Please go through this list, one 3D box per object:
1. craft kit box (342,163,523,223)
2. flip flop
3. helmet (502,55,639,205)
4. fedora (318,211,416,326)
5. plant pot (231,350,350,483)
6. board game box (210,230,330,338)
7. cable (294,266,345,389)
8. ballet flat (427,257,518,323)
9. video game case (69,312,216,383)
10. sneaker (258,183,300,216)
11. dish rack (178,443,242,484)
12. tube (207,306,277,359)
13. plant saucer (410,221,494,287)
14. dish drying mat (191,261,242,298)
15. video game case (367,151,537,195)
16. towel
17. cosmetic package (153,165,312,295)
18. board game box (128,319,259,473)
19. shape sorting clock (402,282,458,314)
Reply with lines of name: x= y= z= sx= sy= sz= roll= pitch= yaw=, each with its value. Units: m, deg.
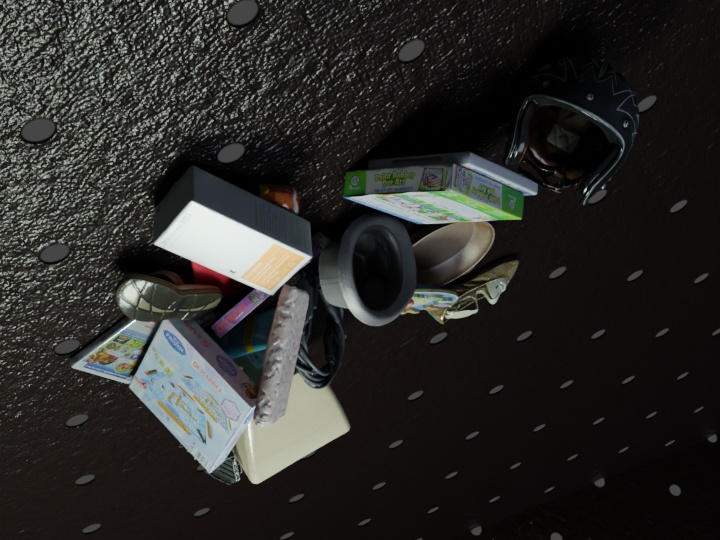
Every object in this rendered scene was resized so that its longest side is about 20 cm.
craft kit box: x=0.110 y=-0.111 z=1.637 sx=0.196 sy=0.049 sz=0.199 roll=3 pitch=173 yaw=39
flip flop: x=-0.288 y=0.031 z=1.634 sx=0.081 sy=0.058 sz=0.199 roll=-46 pitch=152 yaw=25
helmet: x=0.310 y=-0.215 z=1.593 sx=0.199 sy=0.200 sz=0.192 roll=1 pitch=123 yaw=-42
fedora: x=0.000 y=0.000 z=1.758 sx=0.090 sy=0.179 sz=0.200 roll=-6 pitch=-165 yaw=34
plant pot: x=-0.158 y=0.202 z=1.884 sx=0.199 sy=0.200 sz=0.178 roll=-28 pitch=140 yaw=-16
board game box: x=-0.139 y=0.020 z=1.711 sx=0.200 sy=0.032 sz=0.120 roll=-39 pitch=-172 yaw=21
cable: x=-0.071 y=0.095 z=1.804 sx=0.050 sy=0.202 sz=0.163 roll=-6 pitch=167 yaw=21
ballet flat: x=0.221 y=0.045 z=2.082 sx=0.198 sy=0.066 sz=0.071 roll=-27 pitch=152 yaw=0
video game case: x=-0.345 y=0.109 z=1.756 sx=0.199 sy=0.018 sz=0.143 roll=-36 pitch=151 yaw=15
sneaker: x=-0.148 y=-0.058 z=1.613 sx=0.076 sy=0.073 sz=0.201 roll=9 pitch=136 yaw=-16
dish rack: x=-0.272 y=0.272 z=1.875 sx=0.054 sy=0.153 sz=0.202 roll=-23 pitch=113 yaw=-34
tube: x=-0.204 y=0.114 z=1.774 sx=0.198 sy=0.078 sz=0.050 roll=-20 pitch=143 yaw=29
plant saucer: x=0.137 y=-0.036 z=1.908 sx=0.198 sy=0.037 sz=0.201 roll=-20 pitch=151 yaw=-12
dish drying mat: x=-0.218 y=-0.013 z=1.661 sx=0.076 sy=0.018 sz=0.201 roll=-17 pitch=152 yaw=-13
video game case: x=0.140 y=-0.139 z=1.645 sx=0.181 sy=0.022 sz=0.199 roll=0 pitch=171 yaw=38
towel: x=-0.117 y=0.124 z=1.633 sx=0.032 sy=0.202 sz=0.191 roll=11 pitch=178 yaw=3
cosmetic package: x=-0.174 y=-0.052 z=1.506 sx=0.199 sy=0.072 sz=0.101 roll=25 pitch=130 yaw=-31
board game box: x=-0.261 y=0.191 z=1.738 sx=0.041 sy=0.200 sz=0.200 roll=-35 pitch=166 yaw=-46
shape sorting clock: x=0.074 y=0.057 z=1.935 sx=0.197 sy=0.040 sz=0.200 roll=-1 pitch=166 yaw=0
